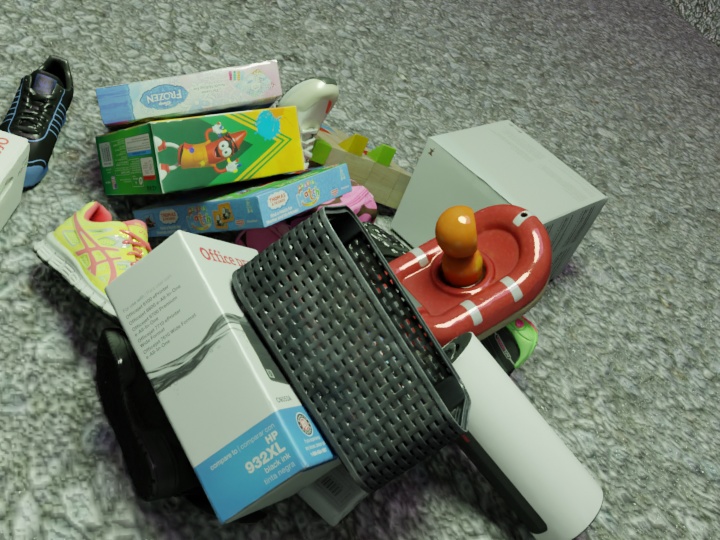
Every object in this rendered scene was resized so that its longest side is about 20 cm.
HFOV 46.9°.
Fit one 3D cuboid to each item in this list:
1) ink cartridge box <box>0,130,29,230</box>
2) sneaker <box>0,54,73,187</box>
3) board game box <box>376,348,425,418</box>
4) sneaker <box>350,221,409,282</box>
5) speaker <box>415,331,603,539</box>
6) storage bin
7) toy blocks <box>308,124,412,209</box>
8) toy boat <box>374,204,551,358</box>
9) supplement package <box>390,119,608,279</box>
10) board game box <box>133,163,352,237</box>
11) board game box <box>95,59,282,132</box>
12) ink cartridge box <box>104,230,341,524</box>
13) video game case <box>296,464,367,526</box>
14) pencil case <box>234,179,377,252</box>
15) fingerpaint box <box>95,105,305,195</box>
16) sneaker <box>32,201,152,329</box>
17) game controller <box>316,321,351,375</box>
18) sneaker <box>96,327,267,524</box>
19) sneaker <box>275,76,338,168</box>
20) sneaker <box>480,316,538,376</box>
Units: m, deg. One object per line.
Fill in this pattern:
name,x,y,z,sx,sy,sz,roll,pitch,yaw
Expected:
ink cartridge box,-0.442,-0.091,0.796,0.196,0.084,0.148,18,35,-10
sneaker,-0.377,-0.178,0.955,0.069,0.079,0.202,14,36,-16
board game box,0.048,0.115,0.845,0.198,0.029,0.135,-9,47,-45
sneaker,0.000,0.000,0.963,0.075,0.092,0.199,37,19,17
speaker,0.137,0.157,0.780,0.201,0.081,0.081,50,35,-5
storage bin,-0.002,0.057,0.673,0.202,0.093,0.135,58,10,1
toy blocks,-0.026,-0.153,1.136,0.197,0.101,0.137,14,20,-41
toy boat,0.107,-0.011,0.861,0.198,0.132,0.131,-29,48,-18
supplement package,0.186,-0.080,1.120,0.191,0.149,0.198,43,38,24
board game box,-0.130,-0.076,0.914,0.197,0.037,0.150,-3,16,38
board game box,-0.199,-0.199,0.977,0.195,0.044,0.200,-13,8,-10
ink cartridge box,-0.096,0.080,0.663,0.202,0.083,0.145,59,13,14
video game case,-0.045,0.130,0.813,0.199,0.024,0.181,38,36,18
pencil case,-0.055,-0.049,0.976,0.091,0.094,0.199,43,37,7
fingerpaint box,-0.181,-0.128,0.915,0.164,0.075,0.198,-14,11,-33
sneaker,-0.224,-0.004,0.776,0.199,0.078,0.091,34,77,29
game controller,-0.102,0.067,0.789,0.197,0.043,0.104,26,40,19
sneaker,-0.154,0.130,0.716,0.103,0.061,0.201,-3,47,-36
sneaker,-0.077,-0.140,0.998,0.070,0.199,0.095,-4,60,-47
sneaker,0.111,0.056,0.957,0.076,0.085,0.199,22,8,-45
